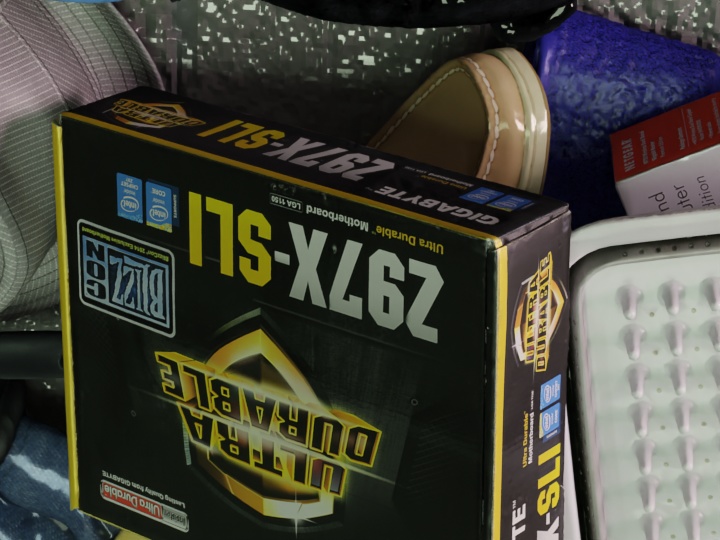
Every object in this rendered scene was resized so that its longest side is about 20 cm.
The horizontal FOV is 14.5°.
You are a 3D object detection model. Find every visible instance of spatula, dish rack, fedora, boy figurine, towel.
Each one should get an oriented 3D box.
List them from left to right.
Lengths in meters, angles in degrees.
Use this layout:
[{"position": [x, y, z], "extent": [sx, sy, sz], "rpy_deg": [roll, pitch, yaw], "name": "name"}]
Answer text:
[{"position": [-0.190, 0.038, 1.098], "extent": [0.199, 0.021, 0.057], "rpy_deg": [-7, 125, 17], "name": "spatula"}, {"position": [-0.170, -0.044, 1.027], "extent": [0.177, 0.090, 0.200], "rpy_deg": [-38, 110, 23], "name": "fedora"}, {"position": [-0.075, 0.117, 1.126], "extent": [0.199, 0.065, 0.125], "rpy_deg": [31, 117, -13], "name": "boy figurine"}, {"position": [0.139, -0.006, 1.047], "extent": [0.199, 0.050, 0.148], "rpy_deg": [13, 120, -3], "name": "towel"}, {"position": [0.148, 0.062, 0.977], "extent": [0.170, 0.044, 0.201], "rpy_deg": [-6, 113, 6], "name": "dish rack"}]

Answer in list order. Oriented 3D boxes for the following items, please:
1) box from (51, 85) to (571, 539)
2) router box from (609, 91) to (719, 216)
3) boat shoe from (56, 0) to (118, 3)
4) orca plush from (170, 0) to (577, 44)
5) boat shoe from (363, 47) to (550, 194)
[{"position": [-0.019, 0.034, 0.983], "extent": [0.199, 0.049, 0.161], "rpy_deg": [18, 117, 36], "name": "box"}, {"position": [0.207, 0.014, 1.004], "extent": [0.179, 0.049, 0.201], "rpy_deg": [-21, 111, 11], "name": "router box"}, {"position": [-0.155, -0.155, 0.967], "extent": [0.199, 0.084, 0.069], "rpy_deg": [21, 130, -10], "name": "boat shoe"}, {"position": [0.031, -0.120, 0.953], "extent": [0.199, 0.071, 0.106], "rpy_deg": [3, 113, -12], "name": "orca plush"}, {"position": [0.000, 0.000, 1.032], "extent": [0.066, 0.074, 0.201], "rpy_deg": [4, 131, -36], "name": "boat shoe"}]
